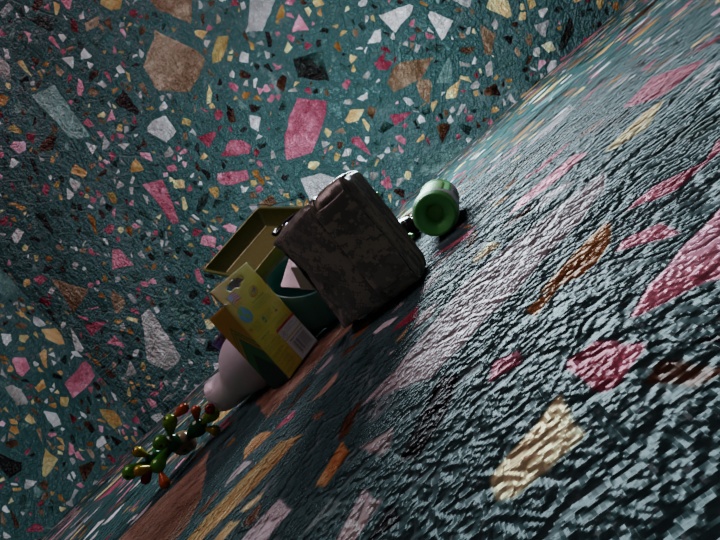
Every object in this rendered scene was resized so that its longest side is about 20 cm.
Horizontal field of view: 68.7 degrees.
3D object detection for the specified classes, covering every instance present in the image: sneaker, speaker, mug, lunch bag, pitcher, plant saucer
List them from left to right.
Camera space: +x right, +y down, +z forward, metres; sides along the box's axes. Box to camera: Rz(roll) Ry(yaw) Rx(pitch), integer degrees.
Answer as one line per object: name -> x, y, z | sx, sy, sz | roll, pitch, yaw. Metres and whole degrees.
pitcher -> -0.213, 0.183, 1.065 | 0.171, 0.122, 0.201 | -27, -19, -46
plant saucer -> -0.213, -0.050, 1.116 | 0.198, 0.048, 0.201 | 7, 54, 48
mug -> -0.093, 0.056, 1.070 | 0.183, 0.116, 0.152 | 18, 45, 35
lunch bag -> -0.021, -0.029, 0.802 | 0.167, 0.201, 0.139 | -38, 5, 17
sneaker -> 0.088, -0.084, 1.205 | 0.090, 0.076, 0.200 | -29, 14, 33
speaker -> 0.143, -0.121, 0.986 | 0.088, 0.089, 0.200 | -40, 5, 18

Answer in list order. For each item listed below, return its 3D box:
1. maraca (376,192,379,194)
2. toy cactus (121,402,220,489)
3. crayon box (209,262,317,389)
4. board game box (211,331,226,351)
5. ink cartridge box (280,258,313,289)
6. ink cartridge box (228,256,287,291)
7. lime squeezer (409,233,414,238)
maraca -> 0.016, -0.090, 1.276 | 0.106, 0.203, 0.136 | 11, 8, 35
toy cactus -> -0.336, 0.326, 0.985 | 0.200, 0.102, 0.165 | -45, -13, -12
crayon box -> -0.180, 0.096, 0.948 | 0.051, 0.201, 0.127 | -37, 7, 31
board game box -> -0.228, 0.129, 1.121 | 0.158, 0.039, 0.200 | -42, -12, -12
ink cartridge box -> -0.053, -0.028, 0.973 | 0.197, 0.067, 0.117 | 1, 53, 15
ink cartridge box -> -0.186, 0.015, 1.199 | 0.200, 0.083, 0.147 | -42, -17, -8
lime squeezer -> 0.010, -0.064, 1.078 | 0.197, 0.038, 0.071 | -12, 6, 5
